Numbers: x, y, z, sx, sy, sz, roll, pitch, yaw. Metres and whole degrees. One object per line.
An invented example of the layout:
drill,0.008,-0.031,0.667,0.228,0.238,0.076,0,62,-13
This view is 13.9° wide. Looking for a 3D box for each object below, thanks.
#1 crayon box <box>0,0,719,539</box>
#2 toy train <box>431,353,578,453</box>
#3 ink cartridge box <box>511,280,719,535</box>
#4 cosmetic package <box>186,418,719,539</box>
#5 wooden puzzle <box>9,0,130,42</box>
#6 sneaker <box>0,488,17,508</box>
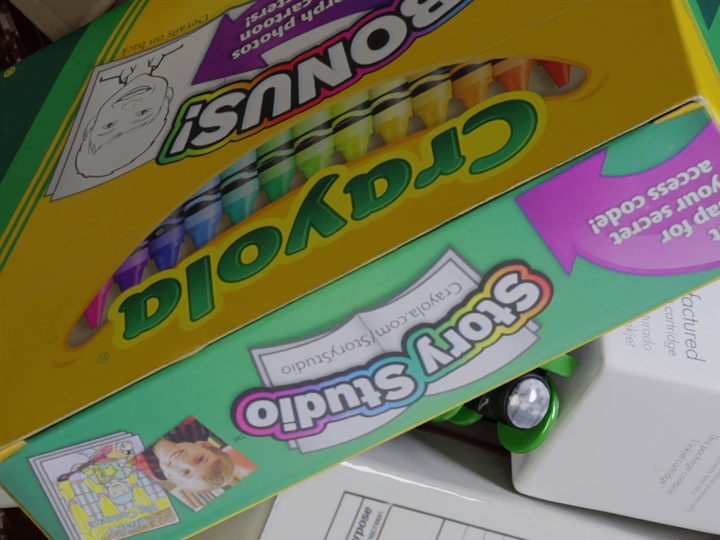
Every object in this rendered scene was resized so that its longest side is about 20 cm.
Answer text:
crayon box,-0.002,-0.031,0.768,0.199,0.173,0.058,-27,123,15
toy train,0.000,0.000,0.827,0.042,0.200,0.057,22,90,-33
ink cartridge box,0.143,0.018,0.829,0.199,0.117,0.068,12,140,-16
cosmetic package,0.025,0.098,0.840,0.199,0.087,0.104,19,101,-34
wooden puzzle,-0.025,-0.130,0.820,0.184,0.200,0.047,-26,57,11
sneaker,-0.166,0.028,0.877,0.199,0.100,0.075,18,98,-2
